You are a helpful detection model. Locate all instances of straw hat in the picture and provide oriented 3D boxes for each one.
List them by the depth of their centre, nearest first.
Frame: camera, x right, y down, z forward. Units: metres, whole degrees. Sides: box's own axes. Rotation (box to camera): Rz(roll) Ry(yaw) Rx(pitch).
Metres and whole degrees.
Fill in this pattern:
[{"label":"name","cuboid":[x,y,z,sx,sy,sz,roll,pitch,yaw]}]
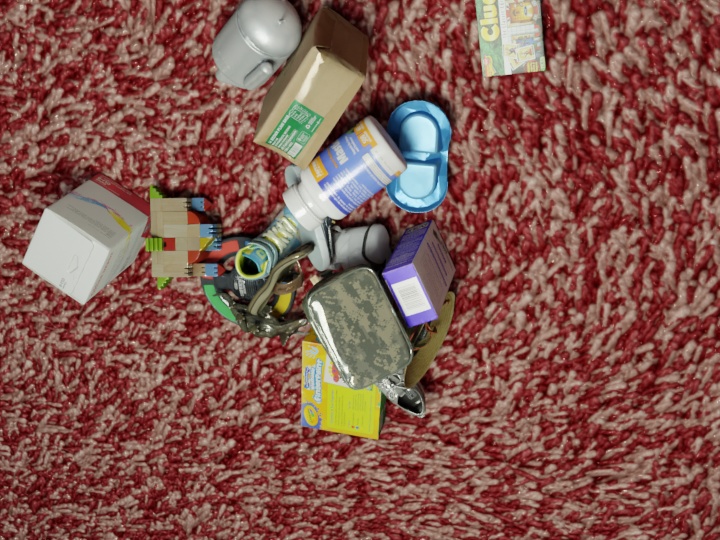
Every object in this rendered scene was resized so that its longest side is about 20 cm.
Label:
[{"label":"straw hat","cuboid":[0.095,0.109,1.599,0.085,0.201,0.202,26,120,19]}]

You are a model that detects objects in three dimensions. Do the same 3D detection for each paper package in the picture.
[{"label":"paper package","cuboid":[-0.079,-0.301,1.426,0.103,0.191,0.200,29,121,-17]}]

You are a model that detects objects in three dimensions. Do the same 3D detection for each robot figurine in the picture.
[{"label":"robot figurine","cuboid":[-0.172,-0.383,1.443,0.112,0.171,0.200,7,153,-35]}]

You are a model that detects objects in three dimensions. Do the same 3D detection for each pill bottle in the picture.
[{"label":"pill bottle","cuboid":[-0.030,-0.157,1.452,0.200,0.112,0.112,-36,102,12]}]

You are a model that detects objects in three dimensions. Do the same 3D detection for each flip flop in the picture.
[{"label":"flip flop","cuboid":[-0.137,0.022,1.569,0.058,0.081,0.200,44,123,5]}]

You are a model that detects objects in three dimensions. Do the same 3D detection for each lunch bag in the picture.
[{"label":"lunch bag","cuboid":[-0.007,0.094,1.492,0.139,0.168,0.201,-28,97,-2]}]

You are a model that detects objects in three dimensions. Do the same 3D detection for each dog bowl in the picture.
[{"label":"dog bowl","cuboid":[0.104,-0.203,1.509,0.111,0.050,0.201,7,117,12]}]

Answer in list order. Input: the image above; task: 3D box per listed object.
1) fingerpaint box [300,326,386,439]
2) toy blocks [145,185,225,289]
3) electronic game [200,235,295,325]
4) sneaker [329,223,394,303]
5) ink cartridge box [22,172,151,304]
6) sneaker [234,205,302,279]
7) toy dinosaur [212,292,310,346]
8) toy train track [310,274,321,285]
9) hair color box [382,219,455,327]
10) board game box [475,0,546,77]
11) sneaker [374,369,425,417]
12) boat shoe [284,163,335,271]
[{"label":"fingerpaint box","cuboid":[-0.032,0.224,1.738,0.166,0.073,0.201,7,115,11]},{"label":"toy blocks","cuboid":[-0.329,-0.064,1.664,0.136,0.100,0.201,0,93,12]},{"label":"electronic game","cuboid":[-0.223,0.024,1.713,0.199,0.042,0.201,6,117,13]},{"label":"sneaker","cuboid":[0.000,0.000,1.625,0.114,0.075,0.201,7,124,23]},{"label":"ink cartridge box","cuboid":[-0.515,-0.064,1.660,0.144,0.200,0.146,33,119,-2]},{"label":"sneaker","cuboid":[-0.151,-0.055,1.587,0.079,0.131,0.200,41,102,1]},{"label":"toy dinosaur","cuboid":[-0.206,0.100,1.684,0.199,0.077,0.102,12,157,19]},{"label":"toy train track","cuboid":[-0.037,0.046,1.613,0.115,0.033,0.200,43,145,-8]},{"label":"hair color box","cuboid":[0.106,0.002,1.520,0.065,0.200,0.110,-18,108,24]},{"label":"board game box","cuboid":[0.238,-0.415,1.386,0.104,0.023,0.201,-2,114,19]},{"label":"sneaker","cuboid":[0.064,0.202,1.628,0.075,0.082,0.200,-45,118,8]},{"label":"boat shoe","cuboid":[-0.064,-0.105,1.563,0.071,0.091,0.201,8,115,60]}]
